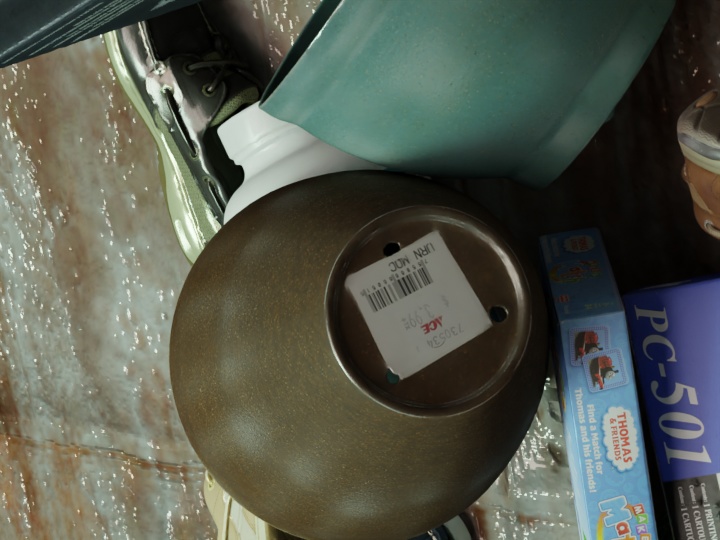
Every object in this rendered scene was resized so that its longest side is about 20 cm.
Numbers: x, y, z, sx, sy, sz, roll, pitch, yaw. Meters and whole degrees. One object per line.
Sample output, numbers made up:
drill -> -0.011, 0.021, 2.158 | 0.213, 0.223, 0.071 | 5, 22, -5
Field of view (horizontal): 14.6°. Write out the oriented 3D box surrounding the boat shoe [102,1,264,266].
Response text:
boat shoe -> -0.083, -0.093, 1.541 | 0.066, 0.072, 0.201 | -5, 108, 39

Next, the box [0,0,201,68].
box -> -0.110, -0.190, 1.419 | 0.148, 0.200, 0.105 | -24, 90, 47

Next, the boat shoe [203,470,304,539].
boat shoe -> -0.058, 0.130, 1.609 | 0.069, 0.074, 0.201 | 22, 124, 31

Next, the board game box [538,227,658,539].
board game box -> 0.120, 0.095, 1.367 | 0.036, 0.151, 0.201 | -10, 106, 3

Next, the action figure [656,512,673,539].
action figure -> 0.208, 0.202, 1.385 | 0.200, 0.055, 0.118 | 56, 139, 13

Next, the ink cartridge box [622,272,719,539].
ink cartridge box -> 0.192, 0.098, 1.319 | 0.094, 0.044, 0.201 | -12, 92, 24

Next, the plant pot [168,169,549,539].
plant pot -> 0.012, 0.030, 1.301 | 0.187, 0.187, 0.200 | 63, 168, 3

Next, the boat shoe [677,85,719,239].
boat shoe -> 0.231, -0.022, 1.245 | 0.200, 0.076, 0.072 | 25, 132, 34

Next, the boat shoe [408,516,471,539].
boat shoe -> 0.007, 0.212, 1.589 | 0.075, 0.062, 0.200 | 43, 135, 18

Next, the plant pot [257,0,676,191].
plant pot -> 0.062, -0.121, 1.304 | 0.134, 0.200, 0.200 | 35, 136, -6

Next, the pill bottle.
pill bottle -> 0.000, 0.000, 1.462 | 0.111, 0.111, 0.200 | -31, 85, 48
